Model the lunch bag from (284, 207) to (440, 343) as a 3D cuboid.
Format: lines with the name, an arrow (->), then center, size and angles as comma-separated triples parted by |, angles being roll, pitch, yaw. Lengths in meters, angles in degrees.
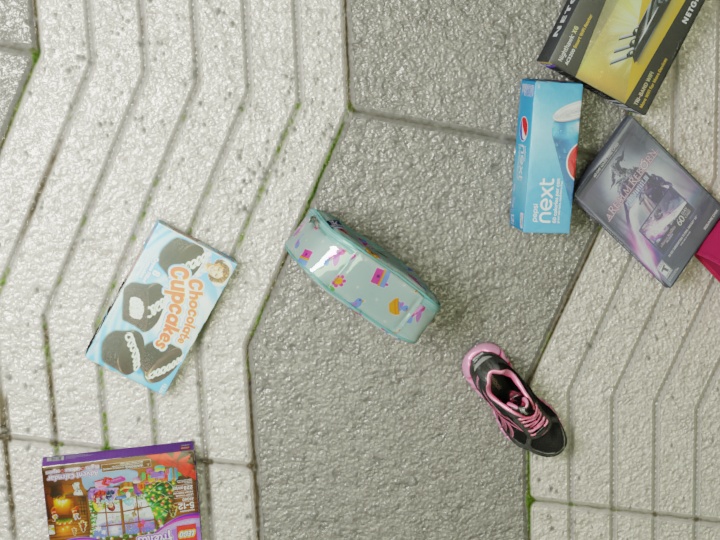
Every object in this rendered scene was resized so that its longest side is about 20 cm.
lunch bag -> 0.000, 0.000, 1.583 | 0.200, 0.160, 0.077 | 35, 98, -21

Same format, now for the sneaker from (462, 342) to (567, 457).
sneaker -> 0.219, 0.190, 1.694 | 0.079, 0.095, 0.200 | -43, 107, -2

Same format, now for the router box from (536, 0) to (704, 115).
router box -> 0.350, -0.330, 1.636 | 0.157, 0.052, 0.200 | 25, 96, -14

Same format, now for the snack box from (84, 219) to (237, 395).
snack box -> -0.259, 0.048, 1.603 | 0.116, 0.037, 0.200 | 28, 95, -15

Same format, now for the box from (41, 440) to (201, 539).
box -> -0.315, 0.307, 1.643 | 0.200, 0.039, 0.137 | -6, 103, -10

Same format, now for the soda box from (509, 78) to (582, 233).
soda box -> 0.247, -0.152, 1.646 | 0.068, 0.064, 0.200 | 1, 102, -11

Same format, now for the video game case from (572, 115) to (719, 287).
video game case -> 0.394, -0.093, 1.691 | 0.200, 0.019, 0.143 | 41, 77, -17

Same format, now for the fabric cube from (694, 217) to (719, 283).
fabric cube -> 0.611, -0.017, 1.674 | 0.196, 0.200, 0.199 | 43, 93, -16
